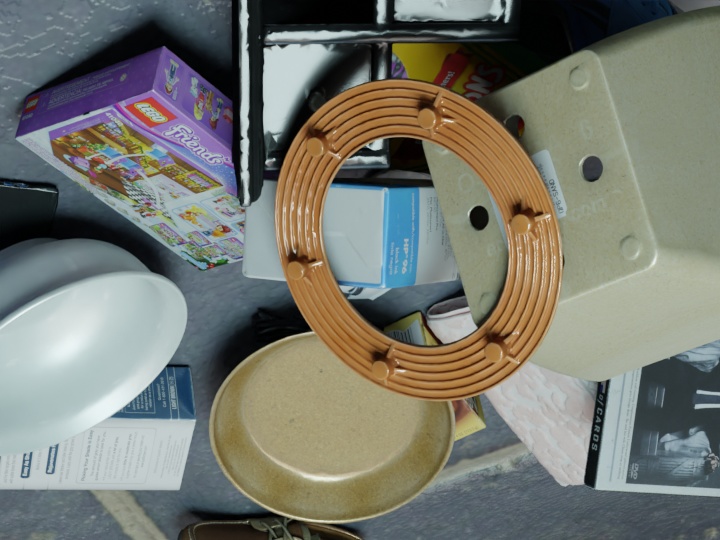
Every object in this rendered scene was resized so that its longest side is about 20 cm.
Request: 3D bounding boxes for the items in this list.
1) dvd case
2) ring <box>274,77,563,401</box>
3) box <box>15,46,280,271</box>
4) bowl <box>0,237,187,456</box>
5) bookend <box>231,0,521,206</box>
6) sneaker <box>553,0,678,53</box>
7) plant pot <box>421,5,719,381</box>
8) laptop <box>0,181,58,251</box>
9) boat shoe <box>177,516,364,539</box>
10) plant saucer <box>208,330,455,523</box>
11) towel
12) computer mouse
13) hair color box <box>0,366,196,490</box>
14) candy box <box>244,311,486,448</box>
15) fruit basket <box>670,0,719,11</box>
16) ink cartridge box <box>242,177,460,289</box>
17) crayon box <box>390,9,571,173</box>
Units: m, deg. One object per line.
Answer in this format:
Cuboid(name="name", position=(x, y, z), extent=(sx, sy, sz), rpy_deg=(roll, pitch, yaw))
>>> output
Cuboid(name="dvd case", position=(0.271, 0.097, 1.396), extent=(0.198, 0.025, 0.152), rpy_deg=(5, 95, -21))
Cuboid(name="ring", position=(0.028, -0.015, 1.103), extent=(0.200, 0.201, 0.019), rpy_deg=(-46, 170, 33))
Cuboid(name="box", position=(-0.124, -0.073, 1.294), extent=(0.136, 0.039, 0.200), rpy_deg=(-13, 144, 36))
Cuboid(name="bowl", position=(-0.237, 0.041, 1.367), extent=(0.200, 0.091, 0.202), rpy_deg=(-27, 151, -17))
Cuboid(name="bookend", position=(0.016, -0.151, 1.168), extent=(0.197, 0.092, 0.202), rpy_deg=(-1, 112, -7))
Cuboid(name="sneaker", position=(0.170, -0.190, 1.216), extent=(0.078, 0.066, 0.200), rpy_deg=(-2, 156, 18))
Cuboid(name="plant pot", position=(0.154, -0.047, 1.148), extent=(0.199, 0.201, 0.177), rpy_deg=(-23, 168, 34))
Cuboid(name="laptop", position=(-0.331, 0.024, 1.339), extent=(0.198, 0.104, 0.178), rpy_deg=(6, 136, -19))
Cuboid(name="boat shoe", position=(-0.076, 0.253, 1.682), extent=(0.199, 0.076, 0.072), rpy_deg=(13, 130, -38))
Cuboid(name="plant saucer", position=(-0.023, 0.119, 1.488), extent=(0.198, 0.036, 0.201), rpy_deg=(-1, 125, -1))
Cuboid(name="towel", position=(0.166, 0.095, 1.467), extent=(0.200, 0.032, 0.190), rpy_deg=(51, 149, -17))
Cuboid(name="computer mouse", position=(0.000, 0.000, 1.433), extent=(0.109, 0.044, 0.200), rpy_deg=(12, 134, -23))
Cuboid(name="hair color box", position=(-0.241, 0.129, 1.508), extent=(0.198, 0.061, 0.100), rpy_deg=(2, 137, -15))
Cuboid(name="candy box", position=(-0.008, 0.123, 1.559), extent=(0.199, 0.057, 0.117), rpy_deg=(-25, 135, 13))
Cuboid(name="fruit basket", position=(0.262, -0.229, 1.197), extent=(0.185, 0.094, 0.200), rpy_deg=(31, 134, -26))
Cuboid(name="ink cartridge box", position=(0.023, -0.029, 1.261), extent=(0.115, 0.068, 0.199), rpy_deg=(5, -174, 33))
Cuboid(name="crayon box", position=(0.033, -0.132, 1.290), extent=(0.198, 0.051, 0.127), rpy_deg=(6, 136, -18))
